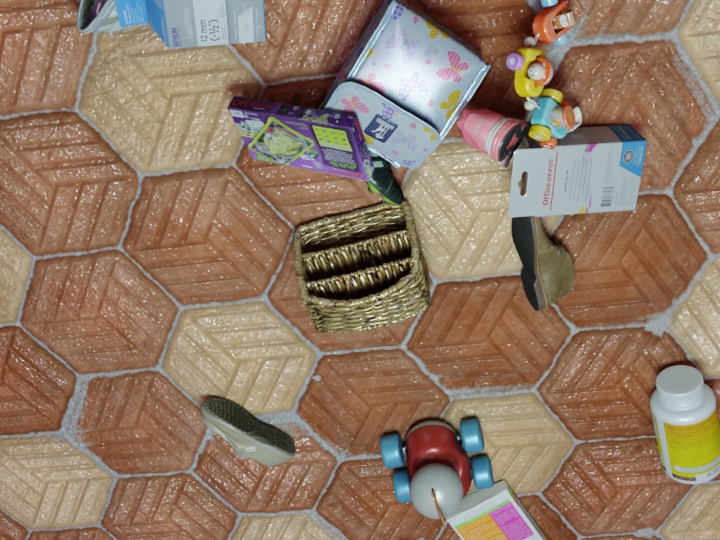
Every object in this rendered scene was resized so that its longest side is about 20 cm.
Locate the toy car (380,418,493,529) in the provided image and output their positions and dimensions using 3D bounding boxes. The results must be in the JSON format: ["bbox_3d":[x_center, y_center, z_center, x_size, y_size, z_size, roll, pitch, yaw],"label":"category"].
[{"bbox_3d":[0.139,0.388,1.669,0.184,0.200,0.177,-12,120,10],"label":"toy car"}]

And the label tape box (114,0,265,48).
[{"bbox_3d":[-0.230,-0.370,1.250,0.199,0.066,0.143,-9,146,-9],"label":"label tape box"}]

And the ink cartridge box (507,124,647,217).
[{"bbox_3d":[0.310,-0.147,1.390,0.199,0.068,0.115,-4,121,-8],"label":"ink cartridge box"}]

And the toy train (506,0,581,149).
[{"bbox_3d":[0.273,-0.269,1.285,0.056,0.150,0.200,9,127,47],"label":"toy train"}]

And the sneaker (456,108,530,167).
[{"bbox_3d":[0.185,-0.201,1.328,0.087,0.200,0.074,31,99,11],"label":"sneaker"}]

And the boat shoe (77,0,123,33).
[{"bbox_3d":[-0.335,-0.413,1.269,0.074,0.065,0.202,38,124,11],"label":"boat shoe"}]

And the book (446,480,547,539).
[{"bbox_3d":[0.269,0.505,1.826,0.133,0.048,0.200,-27,118,15],"label":"book"}]

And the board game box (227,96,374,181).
[{"bbox_3d":[-0.085,-0.191,1.356,0.199,0.032,0.120,13,148,22],"label":"board game box"}]

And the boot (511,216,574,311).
[{"bbox_3d":[0.291,-0.033,1.491,0.075,0.074,0.200,-22,124,-7],"label":"boot"}]

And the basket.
[{"bbox_3d":[0.000,0.000,1.471,0.199,0.143,0.149,-12,121,10],"label":"basket"}]

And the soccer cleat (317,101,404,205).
[{"bbox_3d":[0.015,-0.182,1.408,0.081,0.068,0.200,-37,113,9],"label":"soccer cleat"}]

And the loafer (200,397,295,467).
[{"bbox_3d":[-0.213,0.304,1.708,0.200,0.076,0.068,34,111,-17],"label":"loafer"}]

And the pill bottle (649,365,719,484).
[{"bbox_3d":[0.565,0.265,1.625,0.109,0.109,0.200,-13,120,11],"label":"pill bottle"}]

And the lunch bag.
[{"bbox_3d":[0.058,-0.255,1.313,0.169,0.127,0.200,31,111,-13],"label":"lunch bag"}]
